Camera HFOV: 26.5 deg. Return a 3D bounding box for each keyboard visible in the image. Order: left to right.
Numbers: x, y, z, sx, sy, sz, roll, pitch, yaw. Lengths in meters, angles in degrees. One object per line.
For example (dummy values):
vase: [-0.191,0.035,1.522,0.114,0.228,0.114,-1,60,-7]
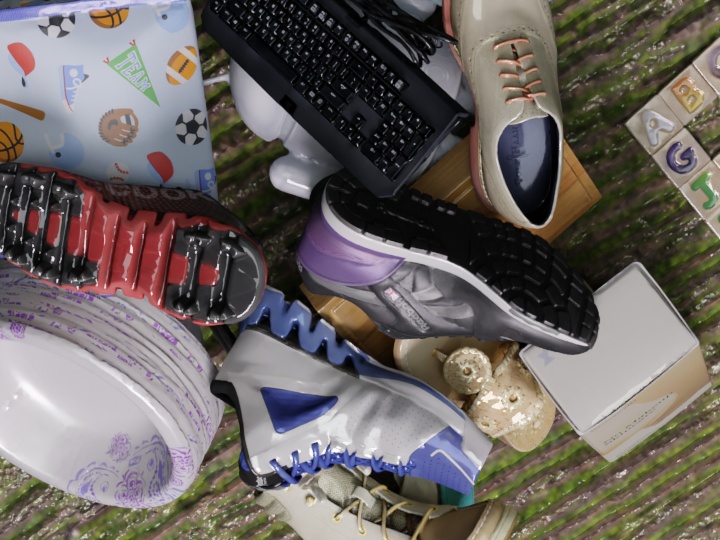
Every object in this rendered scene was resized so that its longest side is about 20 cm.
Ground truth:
keyboard: [-0.019,-0.144,0.957,0.104,0.040,0.200,-48,64,5]

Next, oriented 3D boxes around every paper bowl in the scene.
paper bowl: [-0.188,0.067,1.065,0.199,0.105,0.202,16,144,12]

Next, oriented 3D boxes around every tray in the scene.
tray: [0.064,-0.020,1.044,0.200,0.037,0.099,-41,132,2]

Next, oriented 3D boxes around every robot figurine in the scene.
robot figurine: [-0.005,-0.128,1.056,0.198,0.113,0.171,19,86,-10]

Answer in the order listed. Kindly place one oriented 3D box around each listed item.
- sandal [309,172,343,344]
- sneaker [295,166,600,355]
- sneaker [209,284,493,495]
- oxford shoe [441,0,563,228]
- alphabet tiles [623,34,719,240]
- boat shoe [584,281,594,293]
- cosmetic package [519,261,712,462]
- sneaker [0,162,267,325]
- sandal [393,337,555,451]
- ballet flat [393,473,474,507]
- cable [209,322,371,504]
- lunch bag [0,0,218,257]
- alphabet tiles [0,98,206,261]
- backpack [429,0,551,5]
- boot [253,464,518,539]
sandal: [0.000,0.000,1.088,0.074,0.045,0.201,-13,133,-7]
sneaker: [0.054,0.010,0.980,0.198,0.076,0.088,26,132,-6]
sneaker: [-0.020,0.108,1.011,0.198,0.081,0.116,32,76,10]
oxford shoe: [0.098,-0.123,0.945,0.070,0.074,0.202,-16,111,-8]
alphabet tiles: [0.322,-0.117,1.142,0.200,0.008,0.167,-42,103,6]
boat shoe: [0.099,0.004,1.124,0.199,0.062,0.075,35,99,-12]
cosmetic package: [0.185,0.070,1.076,0.105,0.200,0.071,-38,71,6]
sneaker: [-0.148,-0.022,0.975,0.198,0.098,0.072,16,104,6]
sandal: [0.105,0.084,1.068,0.078,0.069,0.212,-58,142,-6]
ballet flat: [0.053,0.112,1.135,0.069,0.070,0.202,1,117,-5]
cable: [-0.068,0.080,1.099,0.097,0.050,0.200,-45,60,11]
lunch bag: [-0.206,-0.104,1.035,0.198,0.124,0.172,-11,106,-11]
alphabet tiles: [-0.216,-0.093,1.102,0.200,0.006,0.167,-42,104,6]
backpack: [0.083,-0.269,1.007,0.174,0.153,0.202,18,91,-10]
boot: [0.012,0.174,1.104,0.155,0.200,0.072,44,55,-4]
